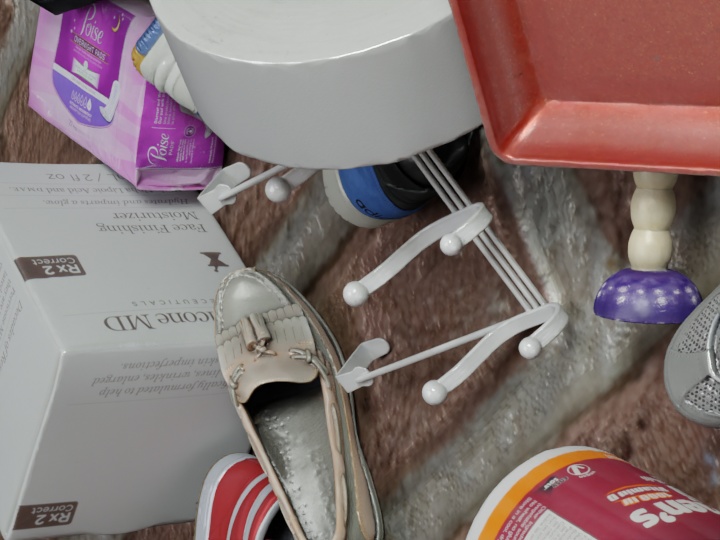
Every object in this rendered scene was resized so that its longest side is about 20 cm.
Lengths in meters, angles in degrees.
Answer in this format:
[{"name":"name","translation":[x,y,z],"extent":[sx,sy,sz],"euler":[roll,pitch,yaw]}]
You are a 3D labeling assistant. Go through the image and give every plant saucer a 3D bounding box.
[{"name":"plant saucer","translation":[0.125,-0.127,0.735],"extent":[0.199,0.037,0.200],"euler":[5,131,30]}]

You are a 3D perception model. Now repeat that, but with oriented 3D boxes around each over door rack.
[{"name":"over door rack","translation":[0.000,0.000,0.984],"extent":[0.148,0.067,0.200],"euler":[53,149,-13]}]

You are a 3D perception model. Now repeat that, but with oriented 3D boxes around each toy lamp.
[{"name":"toy lamp","translation":[0.134,-0.078,0.833],"extent":[0.058,0.058,0.201],"euler":[11,103,57]}]

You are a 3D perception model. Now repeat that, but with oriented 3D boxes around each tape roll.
[{"name":"tape roll","translation":[0.000,-0.143,0.908],"extent":[0.202,0.202,0.071],"euler":[49,167,45]}]

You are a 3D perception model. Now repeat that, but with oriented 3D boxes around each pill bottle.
[{"name":"pill bottle","translation":[0.138,0.157,0.793],"extent":[0.200,0.109,0.110],"euler":[26,114,54]}]

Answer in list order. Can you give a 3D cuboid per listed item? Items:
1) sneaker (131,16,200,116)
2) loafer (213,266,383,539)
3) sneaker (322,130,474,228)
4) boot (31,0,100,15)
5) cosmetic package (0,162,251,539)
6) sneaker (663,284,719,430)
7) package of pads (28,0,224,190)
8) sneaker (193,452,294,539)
[{"name":"sneaker","translation":[-0.051,-0.174,1.128],"extent":[0.088,0.075,0.200],"euler":[39,120,-5]},{"name":"loafer","translation":[-0.039,0.083,1.099],"extent":[0.063,0.072,0.200],"euler":[47,-160,-70]},{"name":"sneaker","translation":[0.011,-0.130,1.006],"extent":[0.111,0.077,0.201],"euler":[-20,78,61]},{"name":"boot","translation":[-0.138,-0.236,1.185],"extent":[0.165,0.066,0.200],"euler":[-50,19,-13]},{"name":"cosmetic package","translation":[-0.175,0.049,1.240],"extent":[0.200,0.164,0.165],"euler":[53,134,41]},{"name":"sneaker","translation":[0.177,0.011,0.744],"extent":[0.200,0.082,0.075],"euler":[-41,58,52]},{"name":"package of pads","translation":[-0.160,-0.141,1.286],"extent":[0.200,0.075,0.121],"euler":[34,120,52]},{"name":"sneaker","translation":[-0.060,0.220,1.155],"extent":[0.112,0.071,0.201],"euler":[5,95,61]}]
